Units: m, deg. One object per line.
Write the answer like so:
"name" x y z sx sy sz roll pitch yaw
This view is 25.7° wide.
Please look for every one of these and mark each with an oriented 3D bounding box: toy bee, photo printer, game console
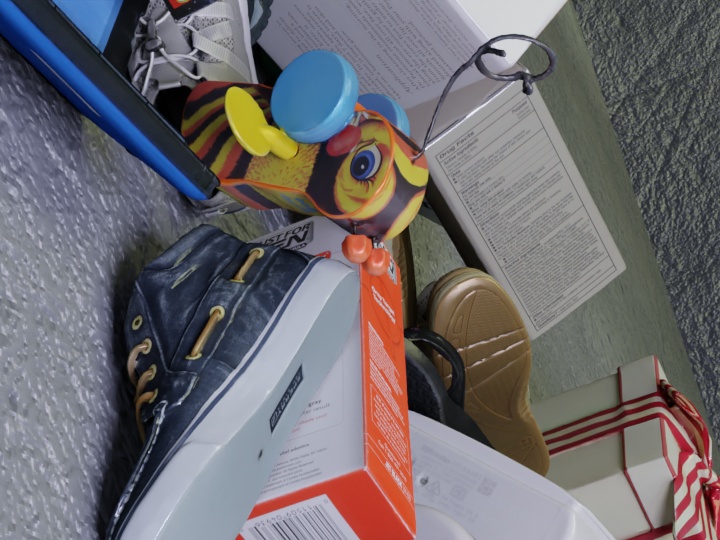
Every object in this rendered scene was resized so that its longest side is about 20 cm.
"toy bee" -0.014 -0.053 0.776 0.131 0.200 0.109 22 68 -30
"photo printer" 0.097 0.175 1.005 0.166 0.070 0.200 24 -15 38
"game console" -0.128 -0.154 0.724 0.171 0.118 0.200 37 -6 39

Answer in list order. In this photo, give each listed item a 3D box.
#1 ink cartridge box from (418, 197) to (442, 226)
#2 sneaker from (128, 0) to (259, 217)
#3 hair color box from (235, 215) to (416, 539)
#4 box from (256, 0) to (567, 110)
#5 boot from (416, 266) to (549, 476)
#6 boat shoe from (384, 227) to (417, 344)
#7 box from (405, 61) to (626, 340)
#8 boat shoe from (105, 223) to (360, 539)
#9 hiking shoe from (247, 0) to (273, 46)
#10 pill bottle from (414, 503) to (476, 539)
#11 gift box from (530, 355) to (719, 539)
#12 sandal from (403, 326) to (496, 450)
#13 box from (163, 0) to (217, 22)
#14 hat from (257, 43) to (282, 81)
"ink cartridge box" 0.065 -0.085 1.230 0.200 0.050 0.162 36 -14 49
"sneaker" -0.097 -0.123 0.880 0.201 0.075 0.082 66 15 -10
"hair color box" -0.030 0.060 0.818 0.200 0.101 0.061 -91 155 -49
"box" 0.044 -0.186 0.964 0.106 0.200 0.152 47 65 -16
"boot" 0.071 0.048 1.137 0.156 0.073 0.200 -117 -176 -51
"boat shoe" 0.000 0.000 1.052 0.074 0.066 0.201 -75 160 -65
"box" 0.098 -0.056 1.091 0.078 0.095 0.200 49 -7 51
"boat shoe" -0.081 0.060 0.727 0.071 0.091 0.200 89 26 -44
"hiking shoe" -0.113 -0.206 0.975 0.087 0.074 0.200 27 36 -42
"pill bottle" 0.053 0.218 0.870 0.200 0.111 0.112 52 23 -46
"gift box" 0.209 0.204 1.257 0.185 0.186 0.200 60 17 -24
"sandal" 0.039 0.074 1.017 0.048 0.075 0.201 -65 151 -20
"box" -0.119 -0.236 0.774 0.200 0.040 0.137 59 17 -25
"hat" -0.045 -0.134 1.135 0.200 0.165 0.176 35 80 -54
